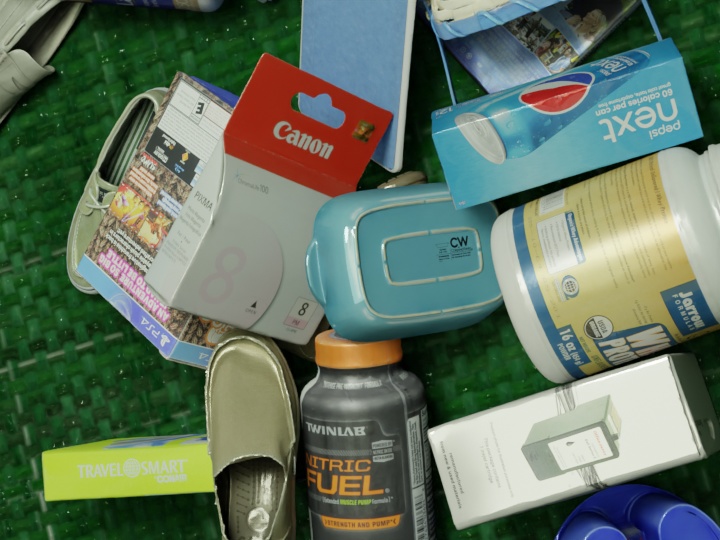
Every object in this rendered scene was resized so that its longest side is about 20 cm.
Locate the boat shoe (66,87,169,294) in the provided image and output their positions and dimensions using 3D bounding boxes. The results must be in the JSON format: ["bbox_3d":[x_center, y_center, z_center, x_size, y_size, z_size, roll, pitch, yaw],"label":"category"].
[{"bbox_3d":[-0.219,-0.073,1.458,0.072,0.062,0.201,25,99,17],"label":"boat shoe"}]

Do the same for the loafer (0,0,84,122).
[{"bbox_3d":[-0.315,-0.194,1.488,0.070,0.070,0.201,34,100,24],"label":"loafer"}]

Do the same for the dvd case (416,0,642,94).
[{"bbox_3d":[0.154,-0.242,1.356,0.200,0.018,0.143,-44,76,14],"label":"dvd case"}]

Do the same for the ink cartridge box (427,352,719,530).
[{"bbox_3d":[0.172,0.131,1.280,0.199,0.145,0.084,-19,82,17],"label":"ink cartridge box"}]

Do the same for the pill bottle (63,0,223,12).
[{"bbox_3d":[-0.216,-0.287,1.410,0.199,0.116,0.116,5,91,5],"label":"pill bottle"}]

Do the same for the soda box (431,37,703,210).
[{"bbox_3d":[0.158,-0.114,1.269,0.199,0.064,0.068,-17,110,8],"label":"soda box"}]

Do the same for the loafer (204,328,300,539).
[{"bbox_3d":[-0.083,0.141,1.289,0.075,0.068,0.201,-8,78,0],"label":"loafer"}]

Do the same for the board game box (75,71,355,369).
[{"bbox_3d":[-0.125,-0.038,1.378,0.159,0.097,0.201,37,102,42],"label":"board game box"}]

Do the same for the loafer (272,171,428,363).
[{"bbox_3d":[0.000,0.000,1.382,0.067,0.076,0.200,45,111,11],"label":"loafer"}]

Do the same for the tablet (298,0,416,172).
[{"bbox_3d":[-0.003,-0.189,1.340,0.130,0.014,0.201,35,137,34],"label":"tablet"}]

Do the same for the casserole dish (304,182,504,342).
[{"bbox_3d":[0.048,-0.010,1.305,0.039,0.199,0.122,-10,88,55],"label":"casserole dish"}]

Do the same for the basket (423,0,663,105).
[{"bbox_3d":[0.135,-0.225,1.289,0.175,0.139,0.201,-16,110,11],"label":"basket"}]

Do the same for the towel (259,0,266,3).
[{"bbox_3d":[-0.038,-0.308,1.353,0.200,0.149,0.031,-42,78,13],"label":"towel"}]

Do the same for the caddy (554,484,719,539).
[{"bbox_3d":[0.229,0.269,1.285,0.141,0.105,0.201,-14,85,-6],"label":"caddy"}]

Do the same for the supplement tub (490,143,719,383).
[{"bbox_3d":[0.216,-0.009,1.267,0.199,0.145,0.145,-21,83,18],"label":"supplement tub"}]

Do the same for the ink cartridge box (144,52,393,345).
[{"bbox_3d":[-0.059,-0.049,1.276,0.057,0.162,0.201,42,105,40],"label":"ink cartridge box"}]

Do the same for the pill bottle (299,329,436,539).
[{"bbox_3d":[0.005,0.148,1.342,0.106,0.106,0.201,-2,99,19],"label":"pill bottle"}]

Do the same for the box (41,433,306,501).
[{"bbox_3d":[-0.158,0.168,1.404,0.199,0.122,0.048,-5,87,19],"label":"box"}]
